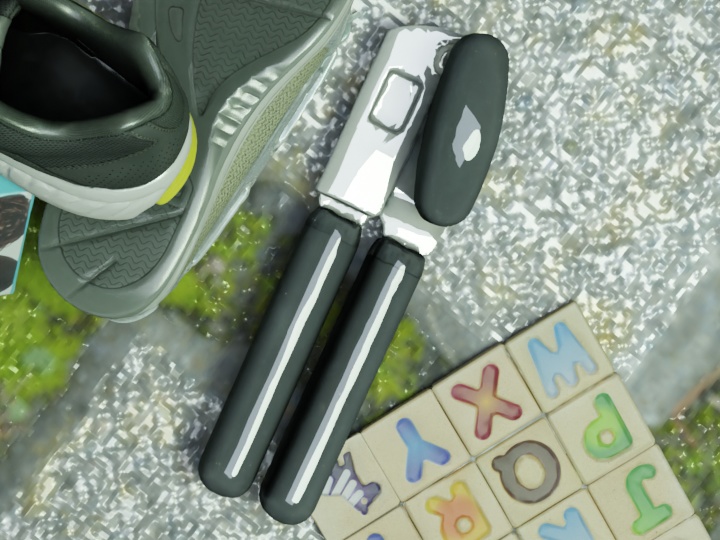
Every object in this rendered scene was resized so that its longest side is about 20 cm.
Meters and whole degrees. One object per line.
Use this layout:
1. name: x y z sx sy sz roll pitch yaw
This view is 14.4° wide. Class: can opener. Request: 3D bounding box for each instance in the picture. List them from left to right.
1. can opener: 0.000 0.000 1.074 0.053 0.067 0.201 24 89 -10

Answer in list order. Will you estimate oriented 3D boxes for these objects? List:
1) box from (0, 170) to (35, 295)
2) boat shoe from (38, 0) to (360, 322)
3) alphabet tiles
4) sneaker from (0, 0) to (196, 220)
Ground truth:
1. box: -0.220 -0.010 1.008 0.199 0.082 0.049 -12 66 -19
2. boat shoe: -0.053 -0.073 1.067 0.074 0.065 0.203 26 87 9
3. alphabet tiles: 0.041 0.134 1.127 0.199 0.008 0.168 -31 100 -4
4. sneaker: -0.146 -0.081 0.960 0.199 0.085 0.075 15 72 -6
